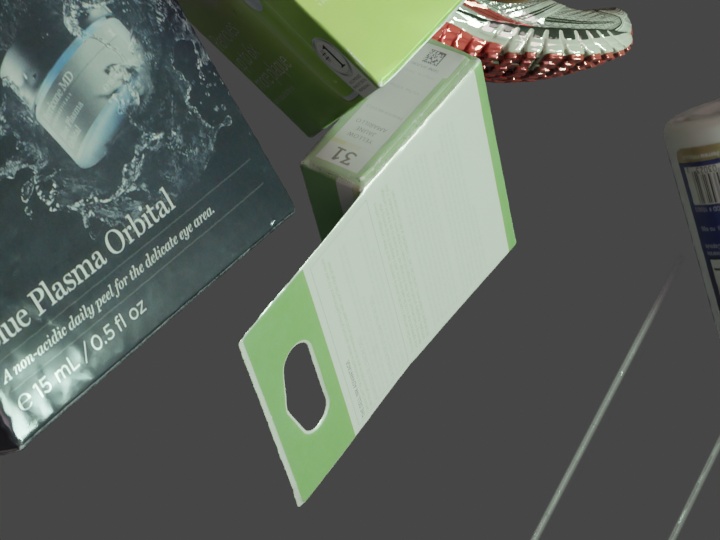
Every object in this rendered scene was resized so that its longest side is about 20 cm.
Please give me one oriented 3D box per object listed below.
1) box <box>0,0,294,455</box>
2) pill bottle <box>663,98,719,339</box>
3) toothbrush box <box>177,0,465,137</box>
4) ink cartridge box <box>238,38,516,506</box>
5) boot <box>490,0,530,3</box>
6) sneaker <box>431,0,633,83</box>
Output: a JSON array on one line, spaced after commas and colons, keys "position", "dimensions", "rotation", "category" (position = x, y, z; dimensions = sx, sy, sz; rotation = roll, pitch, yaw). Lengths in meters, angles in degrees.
[{"position": [-0.165, -0.050, 0.794], "dimensions": [0.197, 0.117, 0.200], "rotation": [-44, 111, -41], "category": "box"}, {"position": [0.259, -0.008, 1.089], "dimensions": [0.111, 0.111, 0.200], "rotation": [-22, 100, -32], "category": "pill bottle"}, {"position": [-0.052, -0.168, 0.844], "dimensions": [0.200, 0.146, 0.086], "rotation": [45, 76, -7], "category": "toothbrush box"}, {"position": [0.000, 0.000, 0.919], "dimensions": [0.200, 0.048, 0.146], "rotation": [-48, 146, -25], "category": "ink cartridge box"}, {"position": [0.025, -0.220, 0.914], "dimensions": [0.200, 0.097, 0.075], "rotation": [36, 52, 0], "category": "boot"}, {"position": [0.068, -0.150, 0.994], "dimensions": [0.200, 0.078, 0.082], "rotation": [6, 83, -33], "category": "sneaker"}]
